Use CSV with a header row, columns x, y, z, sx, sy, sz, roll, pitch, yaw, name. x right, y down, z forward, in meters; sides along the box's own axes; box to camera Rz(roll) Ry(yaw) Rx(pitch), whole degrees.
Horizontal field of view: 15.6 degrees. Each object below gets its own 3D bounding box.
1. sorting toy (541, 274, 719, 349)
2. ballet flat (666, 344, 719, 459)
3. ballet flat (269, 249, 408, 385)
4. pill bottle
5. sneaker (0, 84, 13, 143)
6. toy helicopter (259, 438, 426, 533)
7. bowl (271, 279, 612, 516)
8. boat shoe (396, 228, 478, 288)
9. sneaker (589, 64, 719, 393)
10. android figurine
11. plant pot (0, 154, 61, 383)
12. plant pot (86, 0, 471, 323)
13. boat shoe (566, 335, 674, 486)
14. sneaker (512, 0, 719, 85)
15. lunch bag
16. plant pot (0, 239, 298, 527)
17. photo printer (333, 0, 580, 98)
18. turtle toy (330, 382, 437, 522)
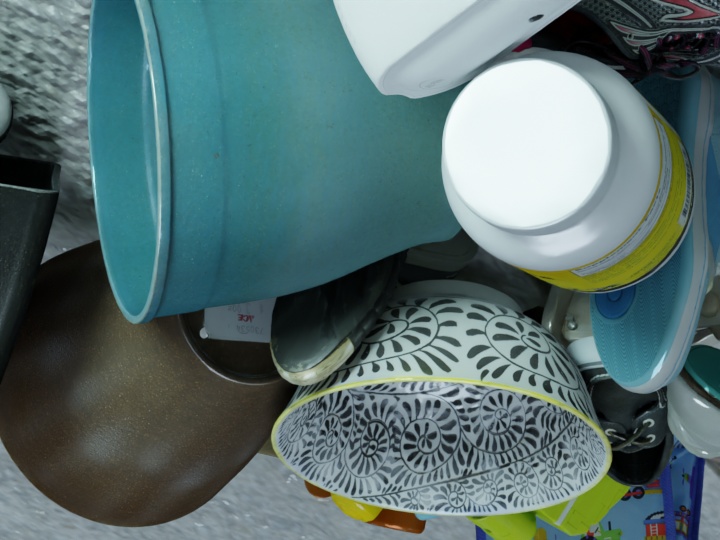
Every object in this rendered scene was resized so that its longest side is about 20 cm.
x,y,z,sx,sy,sz,roll,pitch,yaw,name
0.232,0.018,1.652,0.200,0.107,0.180,-7,154,18,sorting toy
0.226,0.086,1.592,0.069,0.070,0.200,-18,170,30,ballet flat
0.000,0.000,1.526,0.066,0.200,0.057,6,132,20,ballet flat
0.106,-0.051,1.358,0.112,0.113,0.200,-6,172,15,pill bottle
-0.270,-0.132,1.479,0.201,0.067,0.108,23,146,-24,sneaker
-0.020,0.131,1.876,0.200,0.079,0.132,12,178,18,toy helicopter
0.050,0.066,1.555,0.200,0.094,0.201,4,152,2,bowl
-0.025,-0.028,1.620,0.200,0.073,0.062,15,143,-27,boat shoe
0.204,-0.016,1.507,0.130,0.200,0.079,20,163,-39,sneaker
0.137,0.100,1.722,0.041,0.182,0.200,27,174,35,android figurine
-0.286,0.016,1.538,0.200,0.178,0.200,7,-173,-7,plant pot
-0.041,-0.077,1.443,0.188,0.200,0.200,-4,150,-15,plant pot
0.167,0.086,1.615,0.069,0.057,0.200,-5,162,9,boat shoe
0.161,-0.133,1.429,0.200,0.075,0.081,10,148,-12,sneaker
0.159,0.198,1.840,0.150,0.200,0.094,-12,145,24,lunch bag
-0.109,0.046,1.603,0.187,0.187,0.200,18,157,-21,plant pot
0.052,-0.188,1.270,0.069,0.167,0.200,3,156,-39,photo printer
0.032,0.086,1.706,0.101,0.146,0.200,25,162,35,turtle toy
